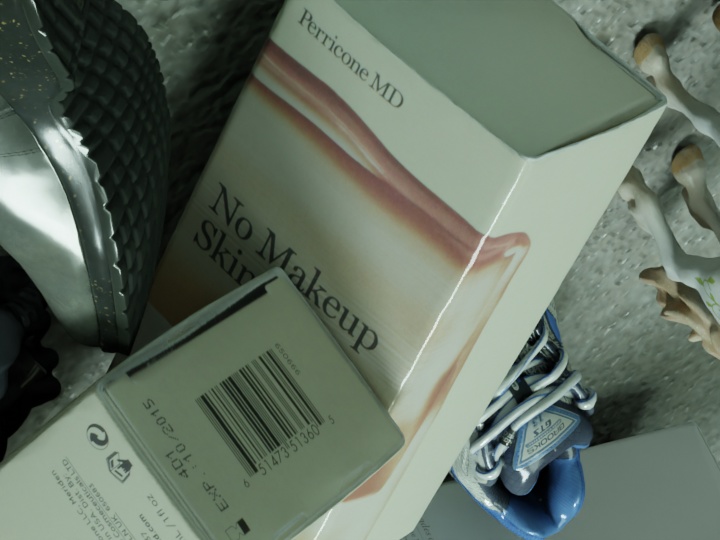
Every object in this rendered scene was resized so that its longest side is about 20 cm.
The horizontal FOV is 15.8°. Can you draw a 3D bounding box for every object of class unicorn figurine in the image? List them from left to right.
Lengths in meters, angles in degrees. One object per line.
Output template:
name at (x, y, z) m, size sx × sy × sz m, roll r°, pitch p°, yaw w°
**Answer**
unicorn figurine at (0.143, -0.026, 0.921) m, size 0.074 × 0.138 × 0.200 m, roll -30°, pitch 145°, yaw -5°

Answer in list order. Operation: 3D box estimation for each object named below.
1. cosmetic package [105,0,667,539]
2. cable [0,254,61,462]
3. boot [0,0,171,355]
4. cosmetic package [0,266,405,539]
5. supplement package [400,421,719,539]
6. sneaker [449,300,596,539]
cosmetic package at (0.000, 0.000, 0.849) m, size 0.087 × 0.103 × 0.201 m, roll -24°, pitch 148°, yaw -51°
cable at (-0.177, 0.073, 0.800) m, size 0.200 × 0.051 × 0.163 m, roll -39°, pitch 174°, yaw -27°
boot at (-0.128, -0.051, 0.711) m, size 0.130 × 0.068 × 0.200 m, roll 3°, pitch 146°, yaw 11°
cosmetic package at (-0.090, 0.090, 0.824) m, size 0.200 × 0.071 × 0.105 m, roll -38°, pitch 177°, yaw 37°
supplement package at (0.065, 0.159, 1.078) m, size 0.199 × 0.120 × 0.121 m, roll -11°, pitch 151°, yaw -30°
sneaker at (0.053, 0.032, 0.963) m, size 0.077 × 0.085 × 0.200 m, roll -30°, pitch 145°, yaw -6°
